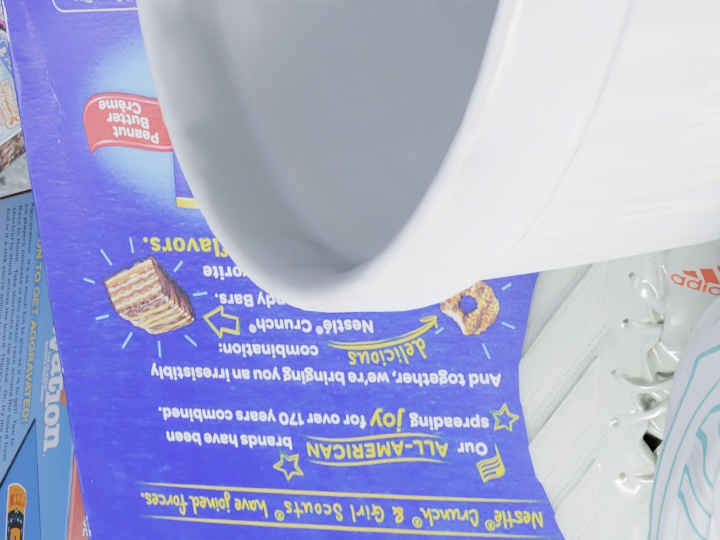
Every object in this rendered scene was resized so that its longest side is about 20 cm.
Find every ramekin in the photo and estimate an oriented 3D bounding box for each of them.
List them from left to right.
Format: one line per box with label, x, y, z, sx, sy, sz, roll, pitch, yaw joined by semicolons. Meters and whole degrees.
ramekin;0.035;-0.095;0.494;0.200;0.105;0.201;177;90;-67

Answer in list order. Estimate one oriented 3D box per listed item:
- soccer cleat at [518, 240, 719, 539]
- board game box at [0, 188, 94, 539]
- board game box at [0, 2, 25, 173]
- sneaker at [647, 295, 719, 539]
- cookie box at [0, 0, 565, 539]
soccer cleat;0.074;0.000;0.621;0.078;0.069;0.201;-121;26;-63
board game box;-0.108;0.076;0.837;0.103;0.019;0.201;-10;72;52
board game box;-0.147;-0.082;0.915;0.097;0.200;0.159;52;155;-12
sneaker;0.085;0.026;0.494;0.201;0.070;0.081;111;160;-54
cookie box;0.000;0.000;0.758;0.075;0.170;0.201;-34;-59;-59
